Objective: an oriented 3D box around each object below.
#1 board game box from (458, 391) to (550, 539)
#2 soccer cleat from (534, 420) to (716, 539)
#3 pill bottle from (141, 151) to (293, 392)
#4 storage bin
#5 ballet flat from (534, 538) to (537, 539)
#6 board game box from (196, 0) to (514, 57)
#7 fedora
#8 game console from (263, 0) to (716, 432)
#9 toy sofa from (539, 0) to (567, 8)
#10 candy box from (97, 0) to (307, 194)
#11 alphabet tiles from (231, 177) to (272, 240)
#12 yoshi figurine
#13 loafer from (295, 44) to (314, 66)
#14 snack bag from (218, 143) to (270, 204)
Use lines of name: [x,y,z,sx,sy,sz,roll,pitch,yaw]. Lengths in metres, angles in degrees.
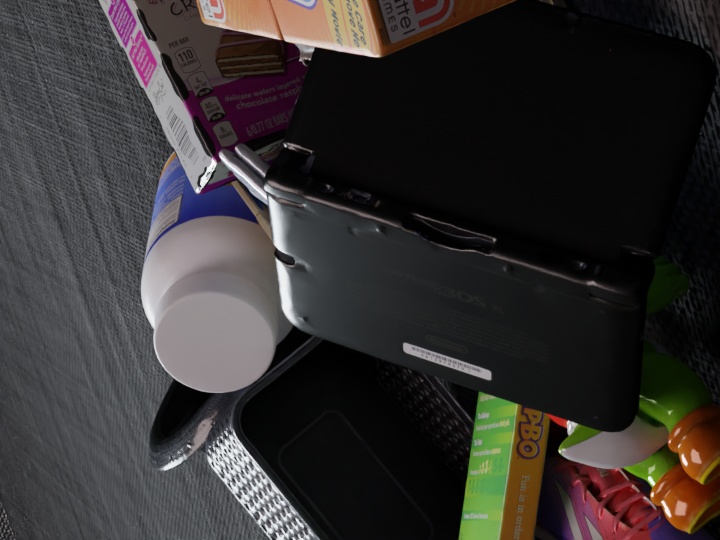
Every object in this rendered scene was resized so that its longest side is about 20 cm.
board game box: [0.086,0.109,1.285,0.096,0.030,0.201,-138,52,-77]
soccer cleat: [0.144,0.136,1.260,0.200,0.068,0.074,28,134,62]
pill bottle: [-0.093,-0.007,1.507,0.200,0.111,0.113,-89,-10,-57]
storage bin: [0.008,0.142,1.451,0.200,0.135,0.094,50,158,4]
ballet flat: [0.162,0.203,1.292,0.200,0.067,0.063,25,145,61]
board game box: [0.022,-0.230,0.961,0.200,0.199,0.201,22,132,63]
fedora: [-0.085,0.097,1.703,0.091,0.201,0.200,35,164,-13]
game console: [0.065,-0.036,1.091,0.199,0.117,0.176,18,143,19]
toy sofa: [0.045,-0.165,1.144,0.201,0.082,0.098,66,162,-2]
candy box: [-0.085,-0.167,1.389,0.201,0.136,0.061,62,156,10]
alphabet tiles: [-0.040,-0.041,1.456,0.200,0.006,0.166,54,-164,30]
yoshi figurine: [0.136,0.039,1.169,0.200,0.113,0.112,41,-171,23]
loafer: [-0.004,-0.144,1.276,0.071,0.073,0.200,56,-173,-6]
snack bag: [0.000,0.000,1.337,0.188,0.021,0.200,43,-178,9]
